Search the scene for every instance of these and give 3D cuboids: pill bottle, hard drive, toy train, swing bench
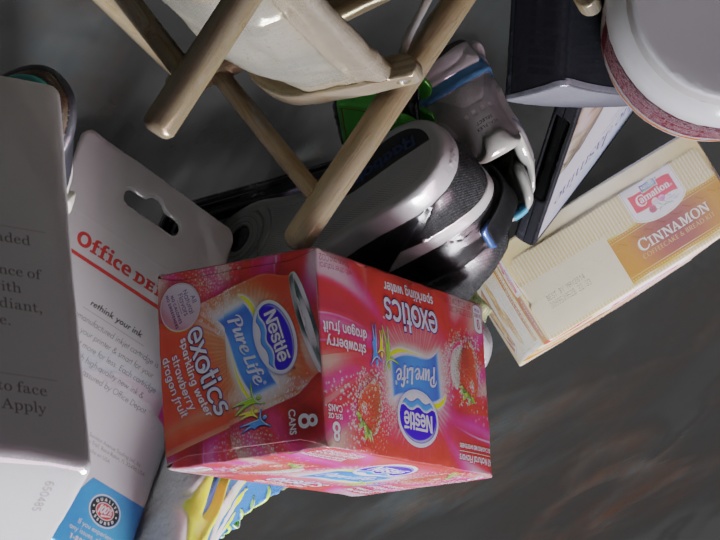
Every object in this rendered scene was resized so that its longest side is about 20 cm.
[{"bbox_3d":[0.172,-0.122,1.012,0.114,0.114,0.200,-35,178,5],"label":"pill bottle"},{"bbox_3d":[0.160,-0.156,1.171,0.199,0.042,0.136,-8,105,-44],"label":"hard drive"},{"bbox_3d":[0.018,-0.048,1.248,0.056,0.042,0.200,9,147,12],"label":"toy train"},{"bbox_3d":[-0.016,-0.138,0.959,0.200,0.130,0.199,-40,157,3],"label":"swing bench"}]

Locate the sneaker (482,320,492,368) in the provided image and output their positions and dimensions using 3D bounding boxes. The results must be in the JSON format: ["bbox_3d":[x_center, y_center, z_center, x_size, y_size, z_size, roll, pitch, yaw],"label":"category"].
[{"bbox_3d":[-0.001,0.035,1.297,0.199,0.078,0.099,-5,-147,34],"label":"sneaker"}]

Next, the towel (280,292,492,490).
[{"bbox_3d":[-0.006,0.062,1.394,0.200,0.037,0.148,-38,-160,7],"label":"towel"}]

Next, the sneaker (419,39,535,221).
[{"bbox_3d":[0.072,-0.056,1.297,0.075,0.087,0.200,-33,159,-3],"label":"sneaker"}]

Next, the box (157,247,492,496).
[{"bbox_3d":[-0.013,0.057,1.102,0.095,0.100,0.200,-9,166,26],"label":"box"}]

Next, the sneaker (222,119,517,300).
[{"bbox_3d":[0.000,0.000,1.206,0.199,0.073,0.112,-27,136,29],"label":"sneaker"}]

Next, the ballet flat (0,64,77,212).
[{"bbox_3d":[-0.184,-0.031,1.025,0.200,0.073,0.073,-40,158,32],"label":"ballet flat"}]

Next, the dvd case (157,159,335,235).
[{"bbox_3d":[-0.080,0.008,1.314,0.148,0.016,0.200,-18,153,-33],"label":"dvd case"}]

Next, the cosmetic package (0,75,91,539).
[{"bbox_3d":[-0.217,0.034,0.874,0.164,0.201,0.165,9,139,-24],"label":"cosmetic package"}]

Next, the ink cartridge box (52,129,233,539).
[{"bbox_3d":[-0.151,0.043,1.087,0.068,0.201,0.115,-11,142,46],"label":"ink cartridge box"}]

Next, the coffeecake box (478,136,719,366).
[{"bbox_3d":[0.164,-0.011,1.466,0.153,0.073,0.200,-31,174,-5],"label":"coffeecake box"}]

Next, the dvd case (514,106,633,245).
[{"bbox_3d":[0.151,-0.115,1.298,0.143,0.018,0.200,-52,168,-27],"label":"dvd case"}]

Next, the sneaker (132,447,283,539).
[{"bbox_3d":[-0.073,0.112,1.131,0.076,0.201,0.105,-27,133,36],"label":"sneaker"}]
